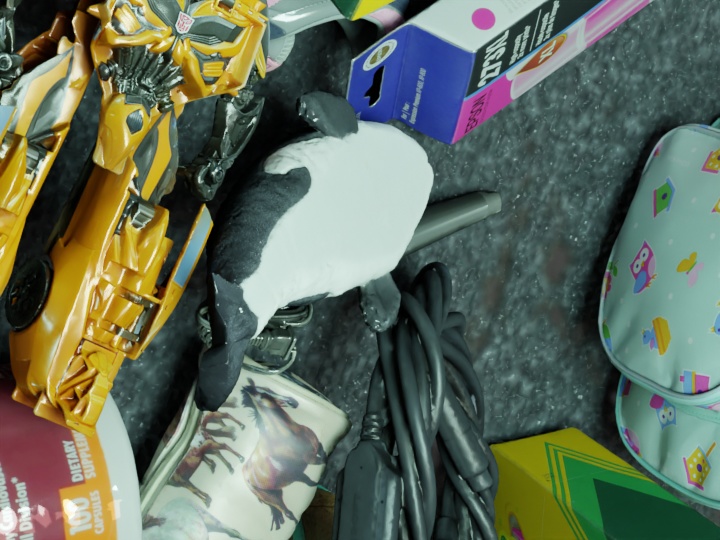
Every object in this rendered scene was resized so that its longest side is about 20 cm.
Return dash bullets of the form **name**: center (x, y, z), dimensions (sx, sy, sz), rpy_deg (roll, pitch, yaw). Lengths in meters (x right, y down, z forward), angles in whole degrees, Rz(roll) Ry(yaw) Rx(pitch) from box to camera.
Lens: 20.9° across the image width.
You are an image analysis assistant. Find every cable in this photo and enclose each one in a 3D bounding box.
- **cable**: center (0.037, 0.097, 0.926), dimensions (0.163, 0.050, 0.202), rpy_deg (29, 62, -65)

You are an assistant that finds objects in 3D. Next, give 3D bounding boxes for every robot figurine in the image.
- **robot figurine**: center (-0.104, -0.045, 0.748), dimensions (0.144, 0.058, 0.202), rpy_deg (26, 87, -39)

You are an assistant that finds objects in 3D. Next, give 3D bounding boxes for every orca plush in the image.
- **orca plush**: center (-0.037, -0.006, 0.841), dimensions (0.106, 0.070, 0.201), rpy_deg (61, 34, -26)

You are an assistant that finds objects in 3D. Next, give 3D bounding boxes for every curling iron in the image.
- **curling iron**: center (0.000, 0.000, 0.904), dimensions (0.199, 0.049, 0.026), rpy_deg (-27, 147, -44)

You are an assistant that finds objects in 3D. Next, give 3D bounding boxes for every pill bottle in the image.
- **pill bottle**: center (-0.199, 0.105, 0.791), dimensions (0.198, 0.114, 0.115), rpy_deg (-10, 113, -29)

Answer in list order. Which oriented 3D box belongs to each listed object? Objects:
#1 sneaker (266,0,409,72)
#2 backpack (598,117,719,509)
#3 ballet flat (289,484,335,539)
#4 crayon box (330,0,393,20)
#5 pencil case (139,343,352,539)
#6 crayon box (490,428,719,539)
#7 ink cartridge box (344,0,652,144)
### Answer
- **sneaker**: center (-0.059, -0.124, 0.822), dimensions (0.198, 0.070, 0.083), rpy_deg (-3, 105, -30)
- **backpack**: center (0.211, 0.029, 0.982), dimensions (0.152, 0.175, 0.202), rpy_deg (10, 98, -32)
- **ballet flat**: center (0.007, 0.195, 0.975), dimensions (0.067, 0.073, 0.201), rpy_deg (-23, 122, 4)
- **crayon box**: center (0.076, -0.204, 0.767), dimensions (0.199, 0.058, 0.173), rpy_deg (-32, 165, -31)
- **pencil case**: center (-0.082, 0.127, 0.896), dimensions (0.089, 0.078, 0.201), rpy_deg (28, 92, -46)
- **crayon box**: center (0.129, 0.207, 0.988), dimensions (0.058, 0.172, 0.202), rpy_deg (-11, 113, -26)
- **ink cartridge box**: center (0.078, -0.119, 0.902), dimensions (0.199, 0.037, 0.095), rpy_deg (-34, 164, -16)
